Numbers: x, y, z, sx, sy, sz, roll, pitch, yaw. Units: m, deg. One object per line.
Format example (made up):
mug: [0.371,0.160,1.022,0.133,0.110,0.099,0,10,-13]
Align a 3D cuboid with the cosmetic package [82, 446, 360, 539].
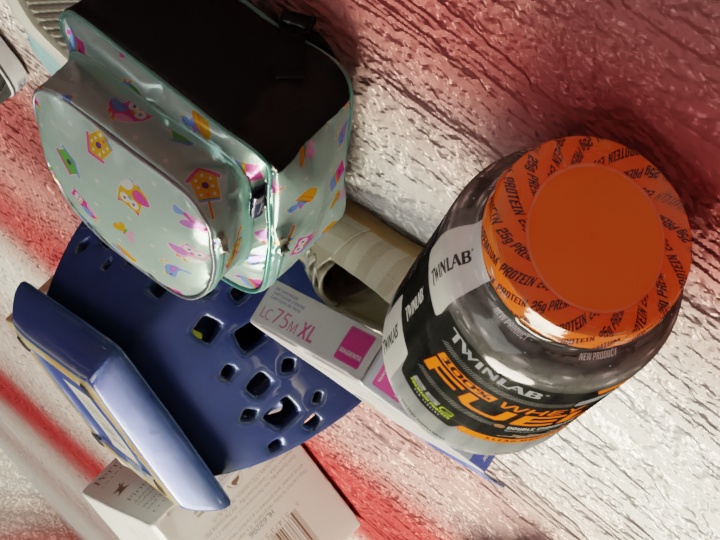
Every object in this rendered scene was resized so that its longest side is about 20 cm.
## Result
cosmetic package: [-0.143,0.239,1.576,0.167,0.167,0.199,53,158,-20]

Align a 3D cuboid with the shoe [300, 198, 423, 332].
shoe: [0.000,0.000,1.026,0.199,0.053,0.070,26,151,43]

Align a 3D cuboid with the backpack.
backpack: [-0.097,-0.074,0.951,0.175,0.154,0.200,34,163,17]

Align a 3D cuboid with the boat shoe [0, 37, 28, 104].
boat shoe: [-0.374,-0.216,1.332,0.200,0.068,0.073,51,159,-10]

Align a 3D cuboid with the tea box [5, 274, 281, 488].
tea box: [-0.191,0.083,1.433,0.197,0.134,0.199,55,158,-23]

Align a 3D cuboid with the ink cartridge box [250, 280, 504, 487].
ink cartridge box: [0.023,0.081,1.095,0.119,0.042,0.200,26,169,43]

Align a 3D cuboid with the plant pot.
plant pot: [-0.138,0.054,1.196,0.199,0.180,0.201,25,152,50]

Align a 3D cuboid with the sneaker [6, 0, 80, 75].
sneaker: [-0.214,-0.184,1.079,0.082,0.074,0.201,23,148,40]

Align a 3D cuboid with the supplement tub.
supplement tub: [0.086,0.015,0.791,0.122,0.122,0.200,44,159,6]
